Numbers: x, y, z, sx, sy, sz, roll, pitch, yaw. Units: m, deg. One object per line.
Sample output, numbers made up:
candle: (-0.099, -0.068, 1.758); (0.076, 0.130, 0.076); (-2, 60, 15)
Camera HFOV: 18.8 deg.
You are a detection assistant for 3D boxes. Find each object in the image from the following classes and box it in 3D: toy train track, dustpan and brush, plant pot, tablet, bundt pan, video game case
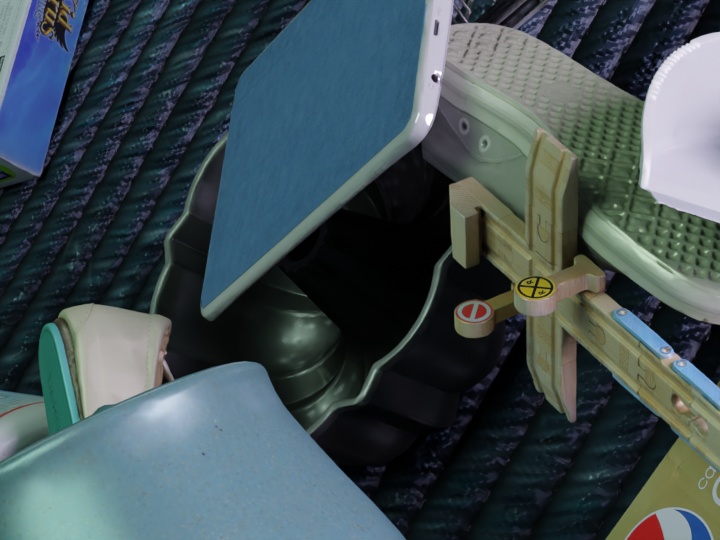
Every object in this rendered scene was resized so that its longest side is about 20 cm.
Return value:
toy train track: (0.078, 0.029, 0.733); (0.032, 0.115, 0.200); (-21, 39, -22)
dustpan and brush: (0.163, -0.061, 0.768); (0.200, 0.139, 0.058); (-81, 8, -71)
plant pot: (-0.058, 0.143, 0.770); (0.200, 0.200, 0.189); (-32, 80, 32)
tablet: (-0.014, -0.069, 0.900); (0.200, 0.014, 0.131); (-40, 37, 54)
bundt pan: (0.000, 0.000, 0.957); (0.201, 0.076, 0.203); (-29, 47, 36)
video game case: (-0.243, -0.139, 1.355); (0.181, 0.045, 0.201); (-10, 59, 44)

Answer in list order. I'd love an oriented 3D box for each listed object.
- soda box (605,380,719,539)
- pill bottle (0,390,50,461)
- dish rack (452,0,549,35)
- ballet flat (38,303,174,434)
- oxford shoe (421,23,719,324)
soda box: (0.141, 0.088, 0.743); (0.201, 0.068, 0.064); (-56, 37, 6)
pill bottle: (-0.169, 0.112, 1.035); (0.200, 0.108, 0.109); (-1, 65, 66)
dish rack: (0.082, -0.166, 0.937); (0.153, 0.055, 0.200); (-42, 15, 22)
ballet flat: (-0.094, 0.108, 0.903); (0.069, 0.069, 0.201); (-23, 64, 39)
oxford shoe: (0.085, -0.029, 0.802); (0.200, 0.075, 0.058); (42, 134, 46)
